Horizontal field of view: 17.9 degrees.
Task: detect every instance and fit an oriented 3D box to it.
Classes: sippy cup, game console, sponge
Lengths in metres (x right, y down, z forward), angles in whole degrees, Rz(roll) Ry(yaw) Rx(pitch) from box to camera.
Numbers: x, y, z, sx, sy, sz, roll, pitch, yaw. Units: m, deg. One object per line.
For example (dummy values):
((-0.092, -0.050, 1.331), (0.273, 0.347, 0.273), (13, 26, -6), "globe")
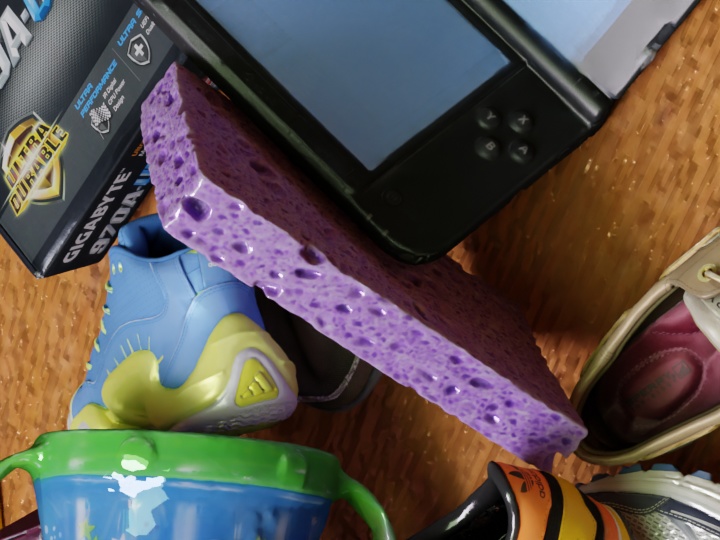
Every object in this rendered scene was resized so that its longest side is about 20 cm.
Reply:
((-0.080, 0.141, 0.994), (0.178, 0.140, 0.130), (1, 79, 19), "sippy cup")
((0.022, -0.136, 0.921), (0.200, 0.176, 0.116), (45, 154, 13), "game console")
((0.000, 0.000, 0.926), (0.200, 0.112, 0.030), (34, 107, -24), "sponge")

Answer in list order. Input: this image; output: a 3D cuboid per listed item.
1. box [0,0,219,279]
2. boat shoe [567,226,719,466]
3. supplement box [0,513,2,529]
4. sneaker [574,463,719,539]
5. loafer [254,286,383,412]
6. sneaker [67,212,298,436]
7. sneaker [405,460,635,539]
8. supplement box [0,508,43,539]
((-0.138, -0.119, 1.062), (0.159, 0.046, 0.200), (51, 127, 16), "box")
((0.156, 0.018, 0.911), (0.074, 0.066, 0.200), (48, 126, 10), "boat shoe")
((-0.265, 0.153, 1.213), (0.109, 0.109, 0.200), (8, 111, 31), "supplement box")
((0.159, 0.143, 0.926), (0.200, 0.085, 0.077), (17, 152, 29), "sneaker")
((-0.029, -0.028, 1.016), (0.075, 0.070, 0.200), (8, 110, 32), "loafer")
((-0.088, 0.028, 1.059), (0.200, 0.076, 0.105), (-14, 86, 60), "sneaker")
((0.015, 0.152, 0.927), (0.200, 0.090, 0.070), (-45, 39, 11), "sneaker")
((-0.105, 0.204, 1.112), (0.103, 0.131, 0.200), (-24, 92, 37), "supplement box")
